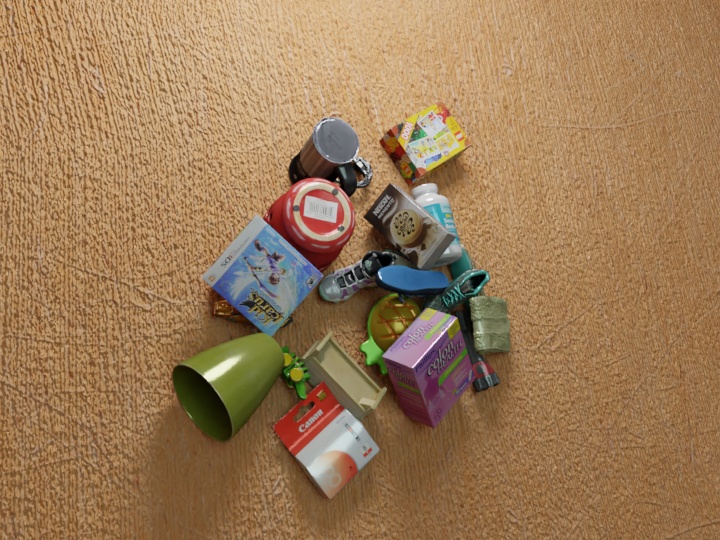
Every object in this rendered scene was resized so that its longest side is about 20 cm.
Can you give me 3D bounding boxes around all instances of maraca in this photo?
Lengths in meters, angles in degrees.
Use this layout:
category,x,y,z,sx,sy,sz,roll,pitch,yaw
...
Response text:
category,x,y,z,sx,sy,sz,roll,pitch,yaw
maraca,0.074,0.149,1.765,0.136,0.107,0.202,28,67,-2

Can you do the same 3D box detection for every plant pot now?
category,x,y,z,sx,sy,sz,roll,pitch,yaw
plant pot,-0.119,-0.100,1.721,0.198,0.182,0.203,7,72,-21
plant pot,-0.259,0.223,1.562,0.199,0.187,0.188,-36,89,-39

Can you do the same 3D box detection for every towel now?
category,x,y,z,sx,sy,sz,roll,pitch,yaw
towel,0.330,0.135,1.862,0.199,0.036,0.151,8,73,-56

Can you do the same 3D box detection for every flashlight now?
category,x,y,z,sx,sy,sz,roll,pitch,yaw
flashlight,0.286,0.201,1.871,0.067,0.068,0.202,-8,71,-35

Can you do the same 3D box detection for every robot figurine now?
category,x,y,z,sx,sy,sz,roll,pitch,yaw
robot figurine,-0.234,0.061,1.682,0.197,0.058,0.147,5,75,-22

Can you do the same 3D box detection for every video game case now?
category,x,y,z,sx,sy,sz,roll,pitch,yaw
video game case,-0.211,0.013,1.614,0.200,0.045,0.182,42,86,-13

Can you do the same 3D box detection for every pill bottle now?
category,x,y,z,sx,sy,sz,roll,pitch,yaw
pill bottle,0.186,-0.116,1.902,0.110,0.111,0.203,-8,77,-26

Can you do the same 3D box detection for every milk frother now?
category,x,y,z,sx,sy,sz,roll,pitch,yaw
milk frother,-0.045,-0.273,1.806,0.181,0.188,0.200,48,61,-4

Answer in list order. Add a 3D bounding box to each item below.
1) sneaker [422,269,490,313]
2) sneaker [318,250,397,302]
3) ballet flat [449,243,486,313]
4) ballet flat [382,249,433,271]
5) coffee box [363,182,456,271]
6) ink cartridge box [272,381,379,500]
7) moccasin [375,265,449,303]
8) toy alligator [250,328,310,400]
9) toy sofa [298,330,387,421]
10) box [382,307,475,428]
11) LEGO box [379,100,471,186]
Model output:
category,x,y,z,sx,sy,sz,roll,pitch,yaw
sneaker,0.237,0.051,1.829,0.199,0.091,0.078,-34,88,-17
sneaker,0.000,0.000,1.759,0.198,0.140,0.078,-24,76,-30
ballet flat,0.284,0.028,1.935,0.065,0.070,0.203,-1,74,-53
ballet flat,0.135,0.012,1.864,0.198,0.067,0.063,25,74,-15
coffee box,0.120,-0.106,1.822,0.200,0.080,0.113,43,102,20
ink cartridge box,-0.072,0.371,1.636,0.162,0.050,0.201,-39,102,-25
moccasin,0.119,0.041,1.753,0.198,0.068,0.081,9,50,-27
toy alligator,-0.167,0.198,1.662,0.054,0.059,0.201,-31,75,-28
toy sofa,-0.045,0.247,1.703,0.200,0.098,0.083,46,38,-3
box,0.163,0.226,1.730,0.176,0.096,0.202,-43,129,-30
LEGO box,0.174,-0.341,1.991,0.199,0.077,0.150,-34,88,-29
